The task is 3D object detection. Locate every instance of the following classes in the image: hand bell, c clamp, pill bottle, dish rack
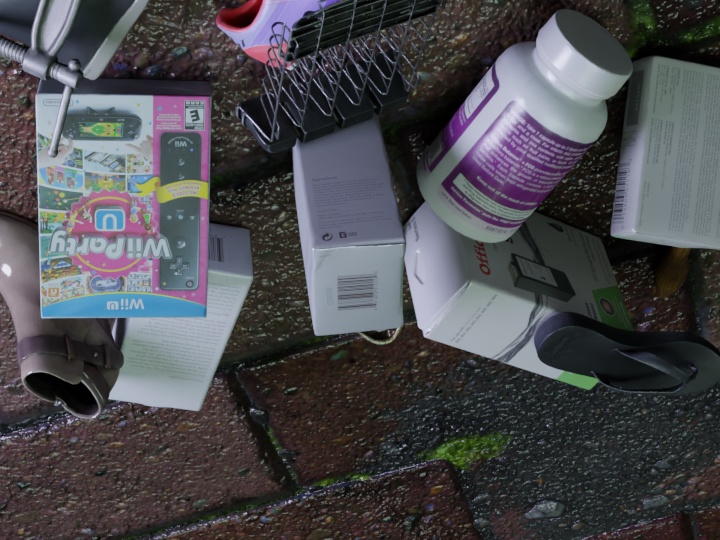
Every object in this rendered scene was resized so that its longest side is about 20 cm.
[{"bbox_3d":[0.322,-0.029,1.387,0.104,0.104,0.200,-6,147,-4],"label":"hand bell"},{"bbox_3d":[-0.291,-0.203,1.058,0.200,0.027,0.171,30,115,2],"label":"c clamp"},{"bbox_3d":[0.145,-0.127,1.222,0.112,0.112,0.200,19,129,-27],"label":"pill bottle"},{"bbox_3d":[-0.014,-0.174,1.113,0.153,0.055,0.200,-23,160,-20],"label":"dish rack"}]

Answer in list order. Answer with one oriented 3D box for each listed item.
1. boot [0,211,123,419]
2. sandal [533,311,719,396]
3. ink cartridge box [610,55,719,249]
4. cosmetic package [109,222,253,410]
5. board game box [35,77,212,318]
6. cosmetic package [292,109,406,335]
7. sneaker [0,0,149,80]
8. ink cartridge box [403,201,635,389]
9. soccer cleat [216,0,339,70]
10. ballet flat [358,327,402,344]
[{"bbox_3d":[-0.298,0.044,1.290,0.070,0.146,0.200,-34,129,25],"label":"boot"},{"bbox_3d":[0.253,0.090,1.302,0.200,0.043,0.076,10,131,-21],"label":"sandal"},{"bbox_3d":[0.332,-0.097,1.265,0.199,0.162,0.050,8,178,-19],"label":"ink cartridge box"},{"bbox_3d":[-0.180,0.044,1.365,0.101,0.071,0.200,10,132,-18],"label":"cosmetic package"},{"bbox_3d":[-0.203,-0.062,1.209,0.147,0.064,0.201,0,111,-9],"label":"board game box"},{"bbox_3d":[-0.014,-0.055,1.204,0.081,0.200,0.113,-4,139,-4],"label":"cosmetic package"},{"bbox_3d":[-0.216,-0.237,1.073,0.106,0.075,0.200,18,130,-25],"label":"sneaker"},{"bbox_3d":[0.150,0.014,1.341,0.200,0.146,0.084,19,129,-27],"label":"ink cartridge box"},{"bbox_3d":[-0.036,-0.243,1.110,0.076,0.067,0.200,26,128,-25],"label":"soccer cleat"},{"bbox_3d":[0.000,0.000,1.358,0.070,0.071,0.200,-16,135,7],"label":"ballet flat"}]
